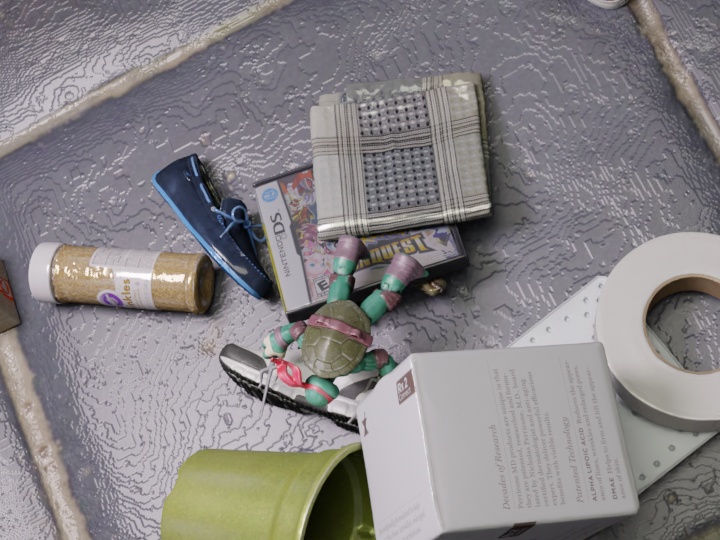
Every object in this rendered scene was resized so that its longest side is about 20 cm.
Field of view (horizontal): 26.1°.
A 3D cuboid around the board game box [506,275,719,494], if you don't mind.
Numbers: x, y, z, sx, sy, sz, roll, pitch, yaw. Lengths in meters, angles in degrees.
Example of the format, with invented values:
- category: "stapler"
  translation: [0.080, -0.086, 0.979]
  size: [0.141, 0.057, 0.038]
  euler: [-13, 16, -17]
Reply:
- category: "board game box"
  translation: [0.228, 0.140, 1.561]
  size: [0.200, 0.026, 0.200]
  euler: [-38, 67, 0]

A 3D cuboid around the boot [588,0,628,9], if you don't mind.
- category: "boot"
  translation: [0.198, -0.363, 1.667]
  size: [0.199, 0.144, 0.073]
  euler: [25, 82, 22]

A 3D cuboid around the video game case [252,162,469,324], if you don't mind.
- category: "video game case"
  translation: [-0.003, -0.050, 1.650]
  size: [0.199, 0.026, 0.182]
  euler: [-18, 55, 2]

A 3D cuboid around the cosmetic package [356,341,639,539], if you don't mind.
- category: "cosmetic package"
  translation: [0.121, 0.172, 1.434]
  size: [0.198, 0.165, 0.166]
  euler: [-3, 69, -20]

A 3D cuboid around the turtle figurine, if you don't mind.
- category: "turtle figurine"
  translation: [-0.016, 0.070, 1.536]
  size: [0.149, 0.101, 0.201]
  euler: [25, 75, 1]

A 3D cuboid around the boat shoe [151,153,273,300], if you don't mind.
- category: "boat shoe"
  translation: [-0.154, -0.056, 1.694]
  size: [0.069, 0.084, 0.200]
  euler: [-39, 70, -4]

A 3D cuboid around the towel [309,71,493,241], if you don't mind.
- category: "towel"
  translation: [0.042, -0.129, 1.656]
  size: [0.191, 0.035, 0.201]
  euler: [-8, 55, 8]

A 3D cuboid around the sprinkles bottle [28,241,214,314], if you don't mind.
- category: "sprinkles bottle"
  translation: [-0.263, 0.008, 1.708]
  size: [0.198, 0.068, 0.069]
  euler: [4, 73, 15]

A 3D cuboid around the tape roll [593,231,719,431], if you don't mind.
- category: "tape roll"
  translation: [0.331, 0.060, 1.533]
  size: [0.201, 0.037, 0.204]
  euler: [-1, 66, 3]

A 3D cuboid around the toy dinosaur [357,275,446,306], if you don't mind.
- category: "toy dinosaur"
  translation: [0.000, 0.000, 1.657]
  size: [0.199, 0.048, 0.088]
  euler: [30, 75, 25]

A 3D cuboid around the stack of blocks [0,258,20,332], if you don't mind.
- category: "stack of blocks"
  translation: [-0.499, 0.043, 1.762]
  size: [0.199, 0.059, 0.116]
  euler: [-24, 68, 6]

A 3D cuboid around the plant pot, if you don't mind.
- category: "plant pot"
  translation: [-0.089, 0.255, 1.531]
  size: [0.183, 0.200, 0.202]
  euler: [7, 74, 28]

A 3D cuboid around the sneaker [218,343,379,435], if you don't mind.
- category: "sneaker"
  translation: [-0.052, 0.109, 1.625]
  size: [0.199, 0.074, 0.081]
  euler: [18, 73, 10]
